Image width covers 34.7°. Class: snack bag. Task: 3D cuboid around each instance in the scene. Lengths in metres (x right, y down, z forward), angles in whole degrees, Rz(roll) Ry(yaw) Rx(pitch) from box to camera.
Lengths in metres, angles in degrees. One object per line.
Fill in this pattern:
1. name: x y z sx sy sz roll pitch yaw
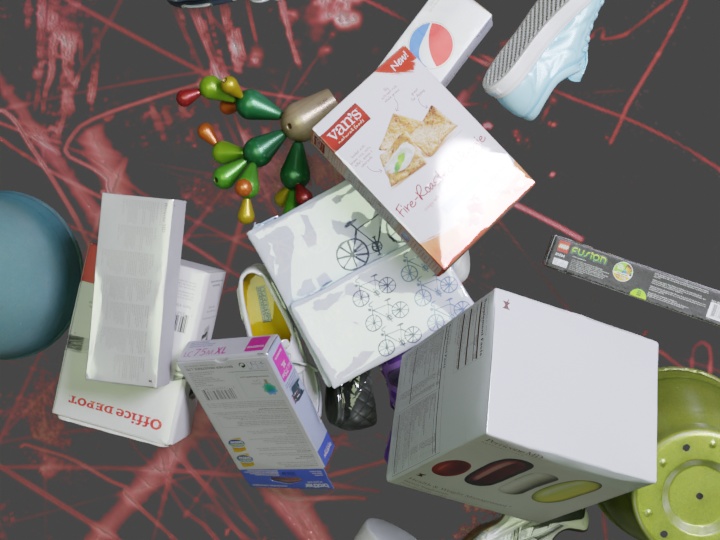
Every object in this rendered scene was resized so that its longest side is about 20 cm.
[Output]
1. snack bag: 0.000 0.000 1.240 0.188 0.021 0.201 -27 91 11

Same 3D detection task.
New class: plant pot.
1. plant pot: 0.335 0.210 1.182 0.199 0.193 0.202 0 92 7
2. plant pot: -0.436 0.009 1.281 0.199 0.188 0.201 0 92 8

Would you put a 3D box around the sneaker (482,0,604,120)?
1. sneaker: 0.220 -0.250 1.251 0.082 0.074 0.200 40 92 -26

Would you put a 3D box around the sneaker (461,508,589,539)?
1. sneaker: 0.165 0.310 1.268 0.200 0.076 0.088 -43 86 8

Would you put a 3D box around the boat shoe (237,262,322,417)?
1. boat shoe: -0.094 0.091 1.288 0.074 0.086 0.203 -13 91 8

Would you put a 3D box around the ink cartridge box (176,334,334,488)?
1. ink cartridge box: -0.107 0.159 1.269 0.119 0.042 0.201 -6 123 28

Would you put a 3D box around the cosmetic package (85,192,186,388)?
1. cosmetic package: -0.240 0.021 1.240 0.082 0.051 0.201 6 92 11

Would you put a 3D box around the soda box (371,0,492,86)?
1. soda box: 0.059 -0.216 1.267 0.068 0.064 0.200 38 96 4

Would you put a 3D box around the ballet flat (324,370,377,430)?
1. ballet flat: -0.004 0.080 1.300 0.057 0.066 0.201 3 95 -30

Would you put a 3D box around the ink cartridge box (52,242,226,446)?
1. ink cartridge box: -0.249 0.081 1.311 0.146 0.083 0.201 14 94 7

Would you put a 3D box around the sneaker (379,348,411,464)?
1. sneaker: 0.054 0.122 1.287 0.083 0.081 0.201 9 84 21

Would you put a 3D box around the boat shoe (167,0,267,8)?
1. boat shoe: -0.127 -0.335 1.286 0.199 0.062 0.075 -17 74 -1

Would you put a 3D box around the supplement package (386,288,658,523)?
1. supplement package: 0.158 0.143 1.141 0.190 0.200 0.148 18 61 -18

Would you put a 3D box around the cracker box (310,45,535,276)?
1. cracker box: 0.063 -0.113 1.194 0.134 0.058 0.200 -43 86 -8

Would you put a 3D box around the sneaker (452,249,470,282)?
1. sneaker: 0.082 -0.084 1.267 0.072 0.072 0.201 -1 90 11

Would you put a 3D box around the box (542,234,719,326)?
1. box: 0.293 0.010 1.221 0.199 0.110 0.035 19 94 6

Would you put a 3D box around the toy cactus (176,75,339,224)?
1. toy cactus: -0.100 -0.150 1.285 0.165 0.102 0.201 -34 79 -2

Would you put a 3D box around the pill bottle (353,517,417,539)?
1. pill bottle: -0.005 0.383 1.275 0.113 0.113 0.201 31 97 5
